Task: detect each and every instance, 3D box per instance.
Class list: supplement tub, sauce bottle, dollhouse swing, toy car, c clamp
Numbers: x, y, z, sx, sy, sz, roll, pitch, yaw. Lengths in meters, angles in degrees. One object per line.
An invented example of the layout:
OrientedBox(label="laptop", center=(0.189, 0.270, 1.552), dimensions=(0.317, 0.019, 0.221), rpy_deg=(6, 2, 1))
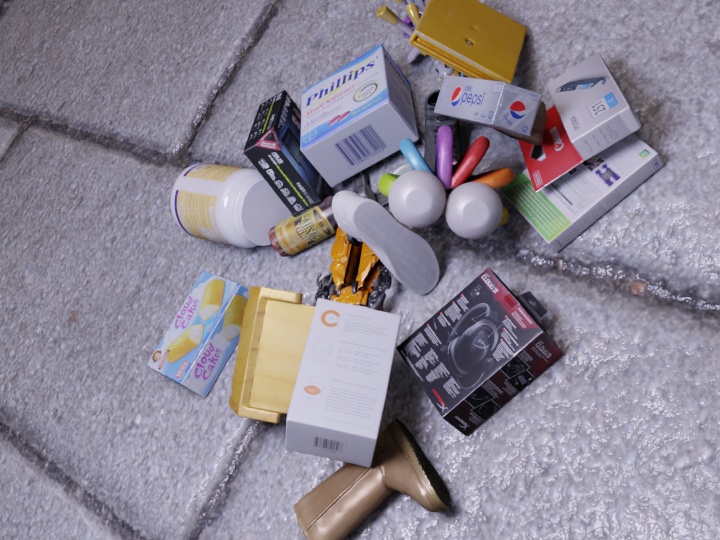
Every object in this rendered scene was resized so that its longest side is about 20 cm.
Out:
OrientedBox(label="supplement tub", center=(-0.239, -0.120, 1.689), dimensions=(0.200, 0.145, 0.146), rpy_deg=(13, 70, 41))
OrientedBox(label="sauce bottle", center=(-0.066, -0.090, 1.592), dimensions=(0.200, 0.066, 0.066), rpy_deg=(-29, 48, 24))
OrientedBox(label="dollhouse swing", center=(-0.099, 0.137, 1.451), dimensions=(0.182, 0.176, 0.200), rpy_deg=(177, 102, -76))
OrientedBox(label="toy car", center=(0.130, -0.137, 1.361), dimensions=(0.175, 0.200, 0.150), rpy_deg=(-81, 3, -78))
OrientedBox(label="c clamp", center=(0.047, -0.188, 1.602), dimensions=(0.200, 0.027, 0.171), rpy_deg=(-20, 52, 25))

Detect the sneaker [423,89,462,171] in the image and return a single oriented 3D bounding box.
OrientedBox(label="sneaker", center=(0.134, -0.212, 1.493), dimensions=(0.071, 0.099, 0.200), rpy_deg=(-4, 54, 3))

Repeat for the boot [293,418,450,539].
OrientedBox(label="boot", center=(0.014, 0.324, 1.265), dimensions=(0.200, 0.066, 0.175), rpy_deg=(-42, 33, 5))

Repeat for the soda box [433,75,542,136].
OrientedBox(label="soda box", center=(0.187, -0.250, 1.370), dimensions=(0.200, 0.068, 0.064), rpy_deg=(-144, 68, -66))

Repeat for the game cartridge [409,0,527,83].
OrientedBox(label="game cartridge", center=(0.182, -0.387, 1.507), dimensions=(0.032, 0.176, 0.200), rpy_deg=(-58, 6, 41))

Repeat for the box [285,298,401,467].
OrientedBox(label="box", center=(-0.023, 0.156, 1.282), dimensions=(0.124, 0.098, 0.200), rpy_deg=(12, 54, 2))

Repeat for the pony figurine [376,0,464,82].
OrientedBox(label="pony figurine", center=(0.117, -0.427, 1.621), dimensions=(0.166, 0.200, 0.193), rpy_deg=(-28, 33, 29))

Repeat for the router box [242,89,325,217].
OrientedBox(label="router box", center=(-0.126, -0.210, 1.619), dimensions=(0.062, 0.150, 0.200), rpy_deg=(-26, 29, 20))

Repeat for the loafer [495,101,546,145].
OrientedBox(label="loafer", center=(0.240, -0.245, 1.431), dimensions=(0.068, 0.076, 0.200), rpy_deg=(-65, 25, 10))

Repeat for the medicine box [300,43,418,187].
OrientedBox(label="medicine box", center=(-0.006, -0.277, 1.628), dimensions=(0.182, 0.103, 0.200), rpy_deg=(-28, 38, 19))

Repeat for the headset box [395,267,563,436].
OrientedBox(label="headset box", center=(0.171, 0.106, 1.279), dimensions=(0.200, 0.077, 0.149), rpy_deg=(-41, 45, 6))

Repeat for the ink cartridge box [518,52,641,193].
OrientedBox(label="ink cartridge box", center=(0.310, -0.225, 1.369), dimensions=(0.176, 0.045, 0.200), rpy_deg=(-33, 29, 20))

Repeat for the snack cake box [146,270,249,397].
OrientedBox(label="snack cake box", center=(-0.277, 0.110, 1.620), dimensions=(0.115, 0.067, 0.200), rpy_deg=(17, 73, 42))

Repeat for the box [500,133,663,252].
OrientedBox(label="box", center=(0.324, -0.137, 1.356), dimensions=(0.200, 0.036, 0.144), rpy_deg=(-39, 45, 7))

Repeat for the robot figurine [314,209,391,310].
OrientedBox(label="robot figurine", center=(0.000, 0.000, 1.491), dimensions=(0.145, 0.058, 0.200), rpy_deg=(-10, 56, 32))

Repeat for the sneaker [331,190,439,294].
OrientedBox(label="sneaker", center=(0.037, -0.051, 1.417), dimensions=(0.074, 0.200, 0.116), rpy_deg=(-45, 29, -5))
